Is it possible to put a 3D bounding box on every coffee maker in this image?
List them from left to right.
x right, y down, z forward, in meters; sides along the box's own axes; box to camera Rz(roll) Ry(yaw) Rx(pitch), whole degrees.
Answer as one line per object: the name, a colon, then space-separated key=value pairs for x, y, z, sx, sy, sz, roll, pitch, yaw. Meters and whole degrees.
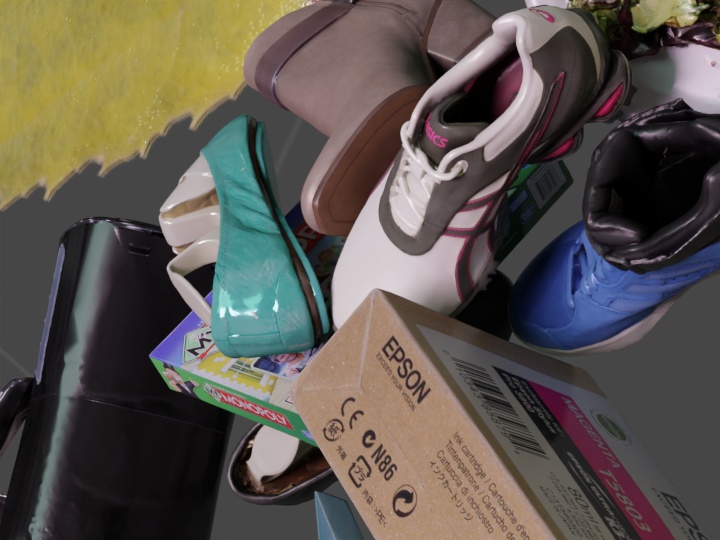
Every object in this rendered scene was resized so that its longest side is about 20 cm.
coffee maker: x=-0.119 y=0.079 z=1.253 sx=0.192 sy=0.135 sz=0.200 roll=-2 pitch=73 yaw=49

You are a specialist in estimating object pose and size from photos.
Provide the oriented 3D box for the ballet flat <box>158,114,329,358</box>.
ballet flat: x=-0.068 y=-0.020 z=1.142 sx=0.200 sy=0.070 sz=0.067 roll=-110 pitch=9 yaw=-57

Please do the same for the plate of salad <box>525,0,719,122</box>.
plate of salad: x=0.167 y=-0.152 z=1.031 sx=0.200 sy=0.048 sz=0.200 roll=4 pitch=105 yaw=17

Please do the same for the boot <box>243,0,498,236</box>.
boot: x=-0.006 y=-0.092 z=1.181 sx=0.146 sy=0.200 sz=0.070 roll=20 pitch=132 yaw=37

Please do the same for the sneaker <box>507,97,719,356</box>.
sneaker: x=0.123 y=-0.020 z=1.052 sx=0.200 sy=0.111 sz=0.077 roll=-22 pitch=61 yaw=40

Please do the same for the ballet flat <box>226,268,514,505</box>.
ballet flat: x=0.002 y=0.069 z=1.178 sx=0.200 sy=0.068 sz=0.068 roll=-43 pitch=73 yaw=29

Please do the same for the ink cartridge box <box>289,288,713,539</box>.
ink cartridge box: x=0.080 y=0.113 z=1.011 sx=0.075 sy=0.165 sz=0.200 roll=-51 pitch=46 yaw=18

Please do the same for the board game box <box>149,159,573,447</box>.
board game box: x=0.000 y=0.000 z=1.161 sx=0.135 sy=0.029 sz=0.200 roll=17 pitch=56 yaw=47

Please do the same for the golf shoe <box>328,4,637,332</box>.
golf shoe: x=0.037 y=-0.045 z=1.042 sx=0.077 sy=0.088 sz=0.200 roll=46 pitch=109 yaw=28

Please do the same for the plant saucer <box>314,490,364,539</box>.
plant saucer: x=0.014 y=0.199 z=1.117 sx=0.200 sy=0.019 sz=0.070 roll=-117 pitch=18 yaw=-47
